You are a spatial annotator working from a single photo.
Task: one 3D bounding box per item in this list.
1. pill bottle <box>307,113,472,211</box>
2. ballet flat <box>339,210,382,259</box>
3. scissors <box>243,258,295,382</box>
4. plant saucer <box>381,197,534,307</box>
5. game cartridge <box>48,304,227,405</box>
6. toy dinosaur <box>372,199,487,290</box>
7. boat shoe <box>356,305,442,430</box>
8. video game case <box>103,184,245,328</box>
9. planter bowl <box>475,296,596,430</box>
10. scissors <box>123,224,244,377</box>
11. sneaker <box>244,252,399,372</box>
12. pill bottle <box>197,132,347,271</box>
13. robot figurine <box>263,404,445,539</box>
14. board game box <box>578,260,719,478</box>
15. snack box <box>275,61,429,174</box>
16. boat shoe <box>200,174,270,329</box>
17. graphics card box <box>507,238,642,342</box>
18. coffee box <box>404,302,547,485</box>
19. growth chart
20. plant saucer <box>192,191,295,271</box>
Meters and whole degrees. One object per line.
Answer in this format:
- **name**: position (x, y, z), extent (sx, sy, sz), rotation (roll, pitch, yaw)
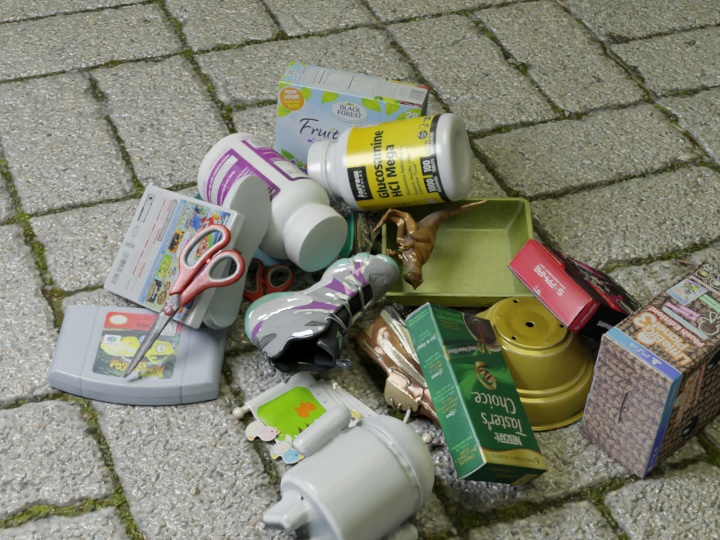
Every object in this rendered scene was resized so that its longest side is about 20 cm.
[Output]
- **pill bottle**: position (0.037, -0.137, 1.769), extent (0.199, 0.113, 0.113), rotation (-6, 37, 20)
- **ballet flat**: position (0.000, 0.000, 1.742), extent (0.075, 0.068, 0.201), rotation (27, 39, -10)
- **scissors**: position (-0.120, 0.059, 1.666), extent (0.073, 0.014, 0.201), rotation (5, 46, -3)
- **plant saucer**: position (0.126, -0.017, 1.773), extent (0.198, 0.048, 0.201), rotation (1, 41, 1)
- **game cartridge**: position (-0.262, 0.101, 1.612), extent (0.198, 0.041, 0.134), rotation (4, 45, -2)
- **toy dinosaur**: position (0.076, -0.045, 1.741), extent (0.106, 0.060, 0.200), rotation (34, 47, -3)
- **boat shoe**: position (0.063, 0.135, 1.590), extent (0.074, 0.076, 0.200), rotation (-36, 58, 2)
- **video game case**: position (-0.228, -0.020, 1.645), extent (0.018, 0.144, 0.199), rotation (27, -6, -41)
- **planter bowl**: position (0.198, 0.091, 1.635), extent (0.199, 0.084, 0.201), rotation (3, 41, -2)
- **scissors**: position (-0.216, 0.032, 1.556), extent (0.200, 0.014, 0.073), rotation (-42, 78, 3)
- **sneaker**: position (-0.026, 0.065, 1.586), extent (0.199, 0.078, 0.140), rotation (-27, 40, -7)
- **pill bottle**: position (-0.110, -0.085, 1.744), extent (0.112, 0.113, 0.200), rotation (-27, 50, -32)
- **robot figurine**: position (-0.004, 0.227, 1.422), extent (0.199, 0.170, 0.113), rotation (-32, 10, -26)
- **board game box**: position (0.362, 0.112, 1.570), extent (0.199, 0.160, 0.097), rotation (-31, 52, -34)
- **snack box**: position (-0.014, -0.184, 1.864), extent (0.198, 0.170, 0.068), rotation (11, 37, 6)
- **boat shoe**: position (-0.165, -0.024, 1.641), extent (0.056, 0.069, 0.201), rotation (-5, 60, 40)
- **graphics card box**: position (0.280, 0.038, 1.650), extent (0.199, 0.051, 0.126), rotation (23, 20, -47)
- **coffee box**: position (0.129, 0.139, 1.517), extent (0.123, 0.044, 0.201), rotation (17, 46, -46)
- **growth chart**: position (-0.036, 0.183, 1.555), extent (0.199, 0.018, 0.144), rotation (31, 48, 28)
- **plant saucer**: position (-0.134, -0.062, 1.820), extent (0.198, 0.028, 0.201), rotation (3, 41, -3)
